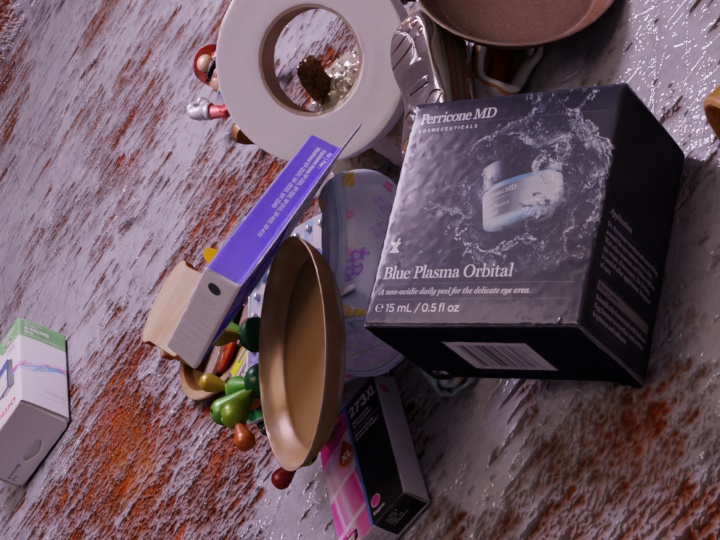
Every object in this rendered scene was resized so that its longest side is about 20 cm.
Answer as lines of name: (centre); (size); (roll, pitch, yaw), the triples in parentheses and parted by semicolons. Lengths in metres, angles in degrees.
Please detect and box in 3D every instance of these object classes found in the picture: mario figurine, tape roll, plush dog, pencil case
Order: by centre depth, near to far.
pencil case: (0.000, 0.000, 1.380); (0.083, 0.090, 0.201); (-44, 31, 37)
tape roll: (-0.044, -0.205, 1.465); (0.204, 0.202, 0.037); (-56, -11, 16)
plush dog: (0.030, -0.201, 1.555); (0.172, 0.161, 0.199); (-50, 20, -25)
mario figurine: (-0.174, -0.243, 1.962); (0.123, 0.106, 0.200); (-29, 38, -6)

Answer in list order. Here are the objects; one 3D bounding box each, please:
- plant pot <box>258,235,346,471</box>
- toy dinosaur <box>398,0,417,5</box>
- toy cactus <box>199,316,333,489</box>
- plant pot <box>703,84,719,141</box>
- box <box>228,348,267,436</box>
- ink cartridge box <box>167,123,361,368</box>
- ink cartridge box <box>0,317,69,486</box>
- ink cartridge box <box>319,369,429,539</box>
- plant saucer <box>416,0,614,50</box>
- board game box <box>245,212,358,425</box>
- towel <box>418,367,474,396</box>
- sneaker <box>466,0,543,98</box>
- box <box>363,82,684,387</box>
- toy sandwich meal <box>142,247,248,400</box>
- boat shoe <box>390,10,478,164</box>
plant pot: (-0.050, 0.071, 1.301); (0.200, 0.027, 0.202); (-179, 90, -71)
toy dinosaur: (0.056, -0.313, 1.550); (0.200, 0.134, 0.087); (-154, 59, -75)
toy cactus: (-0.071, 0.097, 1.434); (0.165, 0.102, 0.200); (-42, 44, 7)
plant pot: (0.333, -0.090, 0.872); (0.183, 0.200, 0.200); (-44, 30, 6)
box: (-0.059, 0.063, 1.581); (0.201, 0.037, 0.137); (-59, 29, 11)
ink cartridge box: (-0.091, -0.031, 1.385); (0.199, 0.043, 0.200); (-56, 2, -38)
ink cartridge box: (-0.496, 0.191, 2.197); (0.146, 0.087, 0.201); (-52, 32, 22)
ink cartridge box: (0.006, 0.169, 1.385); (0.095, 0.037, 0.201); (-51, 28, 24)
plant saucer: (0.144, -0.270, 1.395); (0.037, 0.198, 0.202); (81, -168, -55)
board game box: (-0.058, 0.034, 1.524); (0.199, 0.026, 0.202); (-27, 53, 41)
towel: (0.100, -0.008, 1.354); (0.201, 0.048, 0.171); (-57, 25, 15)
sneaker: (0.139, -0.246, 1.449); (0.079, 0.078, 0.202); (-18, 63, 60)
box: (0.128, -0.025, 1.176); (0.195, 0.117, 0.202); (-2, 64, 37)
toy sandwich meal: (-0.181, 0.055, 1.768); (0.205, 0.070, 0.206); (-41, 35, 38)
boat shoe: (0.081, -0.141, 1.377); (0.075, 0.071, 0.202); (-24, 65, 48)
